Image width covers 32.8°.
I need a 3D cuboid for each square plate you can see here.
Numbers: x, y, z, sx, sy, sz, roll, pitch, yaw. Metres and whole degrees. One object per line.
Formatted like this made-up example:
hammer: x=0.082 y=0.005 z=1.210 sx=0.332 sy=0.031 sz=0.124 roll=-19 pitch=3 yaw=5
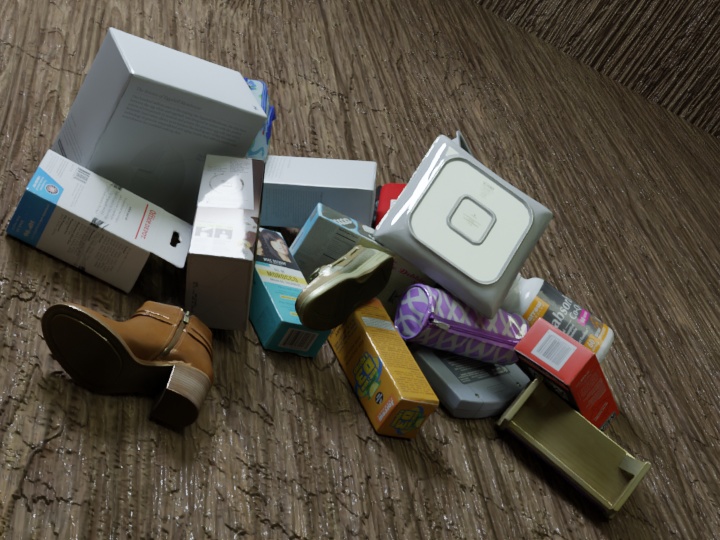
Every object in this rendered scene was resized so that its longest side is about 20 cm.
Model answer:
square plate: x=0.147 y=-0.066 z=1.675 sx=0.199 sy=0.028 sz=0.199 roll=35 pitch=65 yaw=-1

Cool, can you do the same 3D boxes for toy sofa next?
toy sofa: x=0.284 y=0.240 z=1.646 sx=0.200 sy=0.083 sz=0.098 roll=39 pitch=-16 yaw=10

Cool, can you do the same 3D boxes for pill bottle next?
pill bottle: x=0.278 y=0.085 z=1.871 sx=0.199 sy=0.117 sz=0.116 roll=35 pitch=25 yaw=2

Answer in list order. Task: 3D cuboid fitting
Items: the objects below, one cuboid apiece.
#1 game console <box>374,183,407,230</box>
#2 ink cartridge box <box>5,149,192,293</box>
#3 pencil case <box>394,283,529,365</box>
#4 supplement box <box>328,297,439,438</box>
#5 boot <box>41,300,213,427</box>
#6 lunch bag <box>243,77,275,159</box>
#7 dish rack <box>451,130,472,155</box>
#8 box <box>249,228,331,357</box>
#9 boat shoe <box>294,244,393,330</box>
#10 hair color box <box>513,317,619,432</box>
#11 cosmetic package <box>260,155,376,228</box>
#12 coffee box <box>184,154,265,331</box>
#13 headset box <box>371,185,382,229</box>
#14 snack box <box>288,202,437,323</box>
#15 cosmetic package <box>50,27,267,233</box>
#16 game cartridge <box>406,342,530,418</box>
game console: x=0.107 y=-0.037 z=1.817 sx=0.170 sy=0.120 sz=0.200 roll=3 pitch=26 yaw=3
ink cartridge box: x=-0.305 y=-0.050 z=1.453 sx=0.199 sy=0.068 sz=0.116 roll=28 pitch=26 yaw=-14
pencil case: x=0.140 y=0.076 z=1.673 sx=0.198 sy=0.085 sz=0.085 roll=14 pitch=-3 yaw=-34
supplement box: x=0.023 y=0.119 z=1.559 sx=0.068 sy=0.067 sz=0.201 roll=12 pitch=33 yaw=-39
boot: x=-0.244 y=0.071 z=1.315 sx=0.200 sy=0.074 sz=0.155 roll=39 pitch=24 yaw=-19
lunch bag: x=-0.206 y=-0.215 z=1.775 sx=0.159 sy=0.083 sz=0.201 roll=-2 pitch=28 yaw=0
dish rack: x=0.172 y=-0.092 z=1.825 sx=0.172 sy=0.043 sz=0.201 roll=-88 pitch=153 yaw=-54
box: x=-0.113 y=0.023 z=1.582 sx=0.082 sy=0.049 sz=0.201 roll=13 pitch=33 yaw=-38
boat shoe: x=-0.030 y=0.016 z=1.548 sx=0.063 sy=0.074 sz=0.200 roll=27 pitch=33 yaw=22
hair color box: x=0.288 y=0.154 z=1.693 sx=0.101 sy=0.061 sz=0.200 roll=35 pitch=-11 yaw=35
cosmetic package: x=-0.078 y=-0.110 z=1.735 sx=0.198 sy=0.075 sz=0.102 roll=6 pitch=29 yaw=2
coffee box: x=-0.165 y=-0.038 z=1.494 sx=0.079 sy=0.114 sz=0.201 roll=6 pitch=40 yaw=-5
headset box: x=0.041 y=-0.035 z=1.841 sx=0.148 sy=0.078 sz=0.200 roll=37 pitch=24 yaw=5
snack box: x=0.000 y=0.000 z=1.680 sx=0.199 sy=0.117 sz=0.037 roll=26 pitch=28 yaw=-19
cosmetic package: x=-0.262 y=-0.173 z=1.567 sx=0.198 sy=0.201 sz=0.123 roll=14 pitch=31 yaw=-37
game cartridge: x=0.154 y=0.146 z=1.709 sx=0.133 sy=0.042 sz=0.199 roll=51 pitch=29 yaw=22
